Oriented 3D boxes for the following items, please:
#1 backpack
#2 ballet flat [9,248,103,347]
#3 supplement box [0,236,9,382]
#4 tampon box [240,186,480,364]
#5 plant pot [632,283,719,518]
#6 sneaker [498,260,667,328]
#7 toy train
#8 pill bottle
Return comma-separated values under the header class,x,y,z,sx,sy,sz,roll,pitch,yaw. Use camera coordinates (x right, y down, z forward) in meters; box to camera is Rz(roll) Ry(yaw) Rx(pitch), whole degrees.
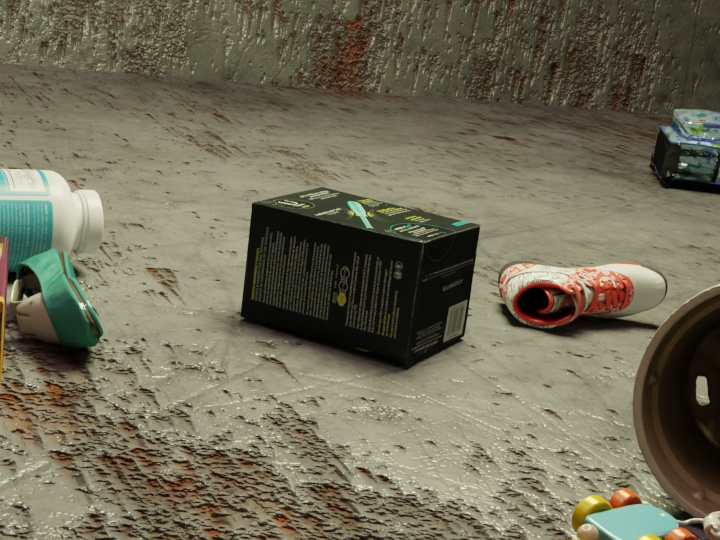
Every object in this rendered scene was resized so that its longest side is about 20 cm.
class,x,y,z,sx,sy,sz,roll,pitch,yaw
backpack,0.683,-0.232,2.564,0.199,0.148,0.183,11,17,1
ballet flat,-0.292,0.034,1.246,0.070,0.068,0.200,-22,23,-13
supplement box,-0.362,0.033,1.139,0.110,0.086,0.200,4,16,-15
tampon box,0.000,0.000,1.374,0.199,0.127,0.150,15,16,26
plant pot,0.331,0.103,1.090,0.199,0.202,0.183,12,5,14
sneaker,0.260,0.032,1.514,0.200,0.068,0.108,4,16,0
toy train,0.190,0.210,0.841,0.149,0.056,0.200,14,19,16
pill bottle,-0.379,-0.052,1.403,0.199,0.111,0.111,0,17,-29
